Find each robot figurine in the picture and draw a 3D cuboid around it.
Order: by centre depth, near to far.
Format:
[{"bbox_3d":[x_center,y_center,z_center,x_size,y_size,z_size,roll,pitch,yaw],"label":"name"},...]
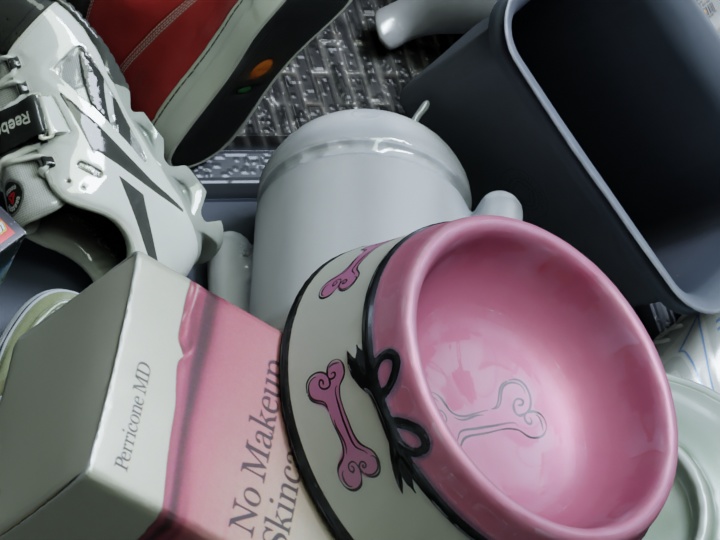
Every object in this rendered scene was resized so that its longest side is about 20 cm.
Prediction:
[{"bbox_3d":[0.000,0.000,1.497,0.169,0.113,0.200,-6,54,12],"label":"robot figurine"}]

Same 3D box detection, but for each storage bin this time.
[{"bbox_3d":[0.125,-0.073,1.560,0.146,0.134,0.200,-42,103,-34],"label":"storage bin"}]

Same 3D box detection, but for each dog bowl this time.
[{"bbox_3d":[0.063,0.063,1.347,0.200,0.074,0.201,23,50,-31],"label":"dog bowl"}]

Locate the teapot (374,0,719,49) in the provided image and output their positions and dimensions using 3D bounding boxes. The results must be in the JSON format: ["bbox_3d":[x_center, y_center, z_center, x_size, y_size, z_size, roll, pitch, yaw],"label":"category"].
[{"bbox_3d":[0.128,-0.201,1.684,0.200,0.146,0.198,17,80,-36],"label":"teapot"}]

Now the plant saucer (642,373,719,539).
[{"bbox_3d":[0.122,0.131,1.439,0.200,0.050,0.201,-5,62,10],"label":"plant saucer"}]

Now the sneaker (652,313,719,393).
[{"bbox_3d":[0.173,0.054,1.568,0.086,0.075,0.200,16,51,-6],"label":"sneaker"}]

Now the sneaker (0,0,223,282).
[{"bbox_3d":[-0.157,-0.066,1.471,0.200,0.074,0.089,50,44,-4],"label":"sneaker"}]

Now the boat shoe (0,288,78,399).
[{"bbox_3d":[-0.148,0.086,1.401,0.072,0.062,0.200,16,52,-14],"label":"boat shoe"}]

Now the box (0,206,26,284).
[{"bbox_3d":[-0.247,0.056,1.328,0.038,0.137,0.200,43,50,9],"label":"box"}]

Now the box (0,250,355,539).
[{"bbox_3d":[-0.063,0.104,1.341,0.200,0.109,0.128,30,48,-26],"label":"box"}]

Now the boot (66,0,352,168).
[{"bbox_3d":[-0.080,-0.169,1.528,0.072,0.200,0.144,-9,59,-54],"label":"boot"}]
